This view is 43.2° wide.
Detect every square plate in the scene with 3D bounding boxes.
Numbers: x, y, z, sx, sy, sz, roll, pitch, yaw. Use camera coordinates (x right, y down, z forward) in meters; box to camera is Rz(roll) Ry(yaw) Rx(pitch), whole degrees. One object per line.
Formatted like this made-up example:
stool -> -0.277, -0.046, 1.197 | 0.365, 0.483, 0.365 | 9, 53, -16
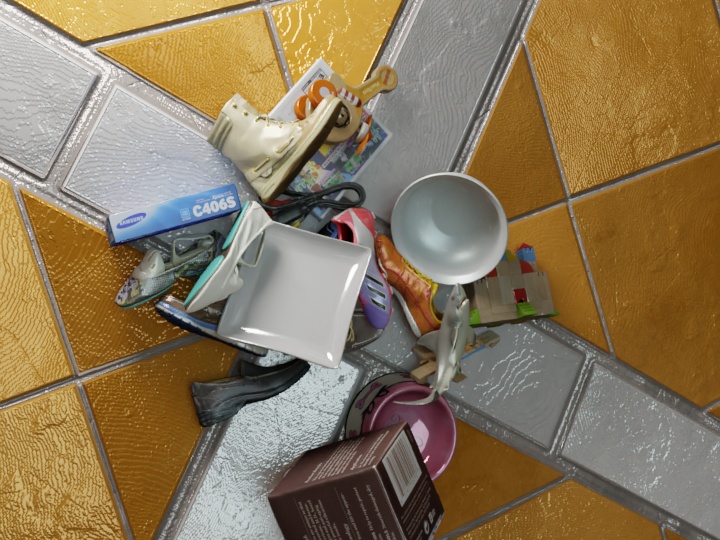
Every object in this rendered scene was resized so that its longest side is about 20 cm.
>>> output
square plate -> -0.100, 0.035, 1.407 | 0.196, 0.029, 0.202 | 15, 72, 6

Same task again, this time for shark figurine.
shark figurine -> 0.125, 0.140, 1.493 | 0.218, 0.088, 0.128 | -69, 152, -21

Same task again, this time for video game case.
video game case -> -0.068, -0.219, 1.521 | 0.182, 0.023, 0.201 | 44, 73, -13

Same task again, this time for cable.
cable -> -0.092, -0.108, 1.487 | 0.197, 0.050, 0.099 | -24, 82, -14

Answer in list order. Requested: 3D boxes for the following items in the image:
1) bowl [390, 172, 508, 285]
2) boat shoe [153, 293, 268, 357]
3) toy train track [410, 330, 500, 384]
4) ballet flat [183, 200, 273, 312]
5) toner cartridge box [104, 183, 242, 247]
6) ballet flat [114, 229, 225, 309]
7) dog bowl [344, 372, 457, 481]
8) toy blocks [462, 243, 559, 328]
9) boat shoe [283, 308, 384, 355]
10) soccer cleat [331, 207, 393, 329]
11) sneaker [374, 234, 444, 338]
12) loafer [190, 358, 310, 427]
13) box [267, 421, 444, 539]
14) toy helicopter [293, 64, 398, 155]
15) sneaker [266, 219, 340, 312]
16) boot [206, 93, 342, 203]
bowl -> 0.156, -0.085, 1.541 | 0.197, 0.091, 0.205 | 7, 118, 12
boat shoe -> -0.227, 0.070, 1.429 | 0.198, 0.072, 0.074 | 26, 74, -28
toy train track -> 0.165, 0.155, 1.570 | 0.198, 0.114, 0.033 | -23, 130, -33
ballet flat -> -0.193, -0.011, 1.381 | 0.069, 0.069, 0.202 | 34, 71, -16
toner cartridge box -> -0.288, -0.085, 1.394 | 0.197, 0.095, 0.044 | -17, 92, -21
ballet flat -> -0.294, -0.012, 1.400 | 0.198, 0.072, 0.073 | -26, 97, -25
dog bowl -> 0.076, 0.275, 1.527 | 0.196, 0.074, 0.205 | 1, 87, -21
toy blocks -> 0.253, 0.022, 1.603 | 0.196, 0.100, 0.140 | -6, 78, -20
boat shoe -> -0.045, 0.103, 1.495 | 0.196, 0.059, 0.074 | -5, 89, -21
soccer cleat -> 0.000, 0.000, 1.469 | 0.076, 0.066, 0.204 | -16, 100, -39
sneaker -> 0.086, 0.019, 1.533 | 0.076, 0.073, 0.202 | -28, 109, 16
loafer -> -0.173, 0.174, 1.440 | 0.197, 0.073, 0.073 | -24, 91, -21
box -> -0.003, 0.360, 1.399 | 0.197, 0.166, 0.167 | -21, 97, 25
toy helicopter -> -0.004, -0.273, 1.499 | 0.199, 0.079, 0.133 | -39, 96, -30
sneaker -> -0.095, -0.016, 1.478 | 0.077, 0.071, 0.202 | 26, 62, 12
boot -> -0.135, -0.229, 1.418 | 0.155, 0.073, 0.201 | 44, 109, 6
